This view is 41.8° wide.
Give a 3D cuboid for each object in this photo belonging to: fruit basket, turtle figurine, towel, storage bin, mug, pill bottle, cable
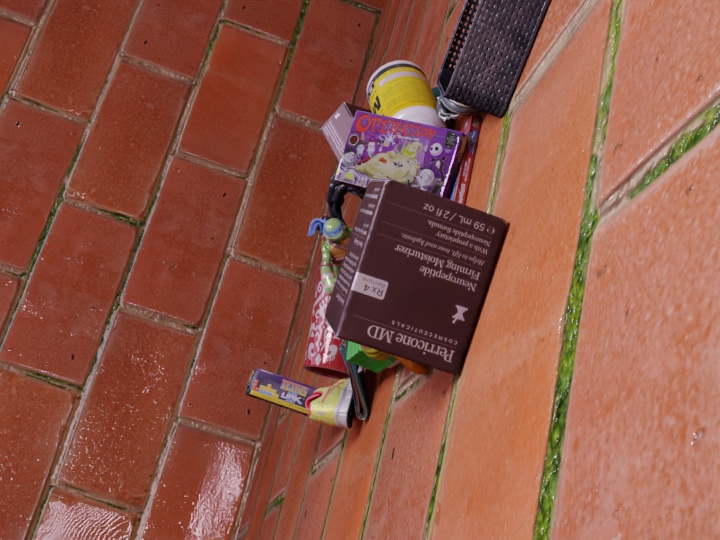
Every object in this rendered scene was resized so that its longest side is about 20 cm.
[{"bbox_3d":[0.051,0.062,1.533,0.202,0.093,0.185,-64,5,-20],"label":"fruit basket"},{"bbox_3d":[0.000,0.000,1.645,0.195,0.197,0.146,73,-147,-61],"label":"turtle figurine"},{"bbox_3d":[-0.014,0.162,1.687,0.200,0.021,0.149,-97,-7,-72],"label":"towel"},{"bbox_3d":[0.190,-0.339,1.356,0.136,0.093,0.202,-91,21,-68],"label":"storage bin"},{"bbox_3d":[-0.040,0.103,1.877,0.178,0.131,0.203,128,155,-73],"label":"mug"},{"bbox_3d":[0.082,-0.254,1.592,0.202,0.113,0.115,-105,30,-45],"label":"pill bottle"},{"bbox_3d":[0.003,-0.092,1.734,0.051,0.163,0.201,-41,-19,-31],"label":"cable"}]

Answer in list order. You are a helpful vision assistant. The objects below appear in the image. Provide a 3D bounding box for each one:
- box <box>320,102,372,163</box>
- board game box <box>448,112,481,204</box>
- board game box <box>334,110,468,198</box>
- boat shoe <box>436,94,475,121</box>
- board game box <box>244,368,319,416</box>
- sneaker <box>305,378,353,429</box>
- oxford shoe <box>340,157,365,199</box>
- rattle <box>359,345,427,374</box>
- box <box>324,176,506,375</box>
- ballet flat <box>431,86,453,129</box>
[{"bbox_3d":[0.032,-0.223,1.683,0.075,0.199,0.101,-42,61,27],"label":"box"},{"bbox_3d":[0.148,-0.136,1.472,0.103,0.019,0.202,121,165,-63],"label":"board game box"},{"bbox_3d":[0.061,-0.175,1.476,0.032,0.198,0.122,29,-101,-58],"label":"board game box"},{"bbox_3d":[0.156,-0.267,1.514,0.200,0.072,0.062,-76,7,-70],"label":"boat shoe"},{"bbox_3d":[-0.127,0.254,1.887,0.165,0.197,0.057,144,145,-75],"label":"board game box"},{"bbox_3d":[-0.055,0.238,1.721,0.200,0.089,0.080,20,-108,-88],"label":"sneaker"},{"bbox_3d":[0.032,-0.151,1.614,0.073,0.199,0.085,-47,39,12],"label":"oxford shoe"},{"bbox_3d":[0.086,0.043,1.372,0.200,0.131,0.142,-43,15,-23],"label":"rattle"},{"bbox_3d":[0.065,0.002,1.205,0.164,0.164,0.203,-148,76,-81],"label":"box"},{"bbox_3d":[0.132,-0.228,1.678,0.074,0.073,0.203,127,161,-67],"label":"ballet flat"}]
